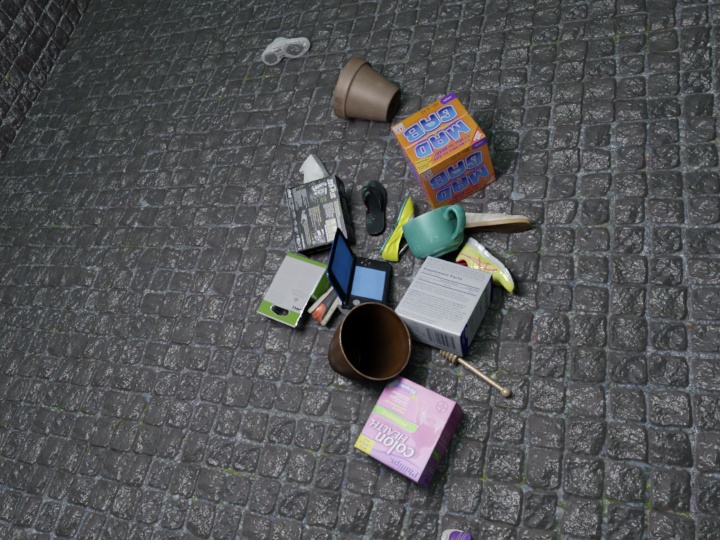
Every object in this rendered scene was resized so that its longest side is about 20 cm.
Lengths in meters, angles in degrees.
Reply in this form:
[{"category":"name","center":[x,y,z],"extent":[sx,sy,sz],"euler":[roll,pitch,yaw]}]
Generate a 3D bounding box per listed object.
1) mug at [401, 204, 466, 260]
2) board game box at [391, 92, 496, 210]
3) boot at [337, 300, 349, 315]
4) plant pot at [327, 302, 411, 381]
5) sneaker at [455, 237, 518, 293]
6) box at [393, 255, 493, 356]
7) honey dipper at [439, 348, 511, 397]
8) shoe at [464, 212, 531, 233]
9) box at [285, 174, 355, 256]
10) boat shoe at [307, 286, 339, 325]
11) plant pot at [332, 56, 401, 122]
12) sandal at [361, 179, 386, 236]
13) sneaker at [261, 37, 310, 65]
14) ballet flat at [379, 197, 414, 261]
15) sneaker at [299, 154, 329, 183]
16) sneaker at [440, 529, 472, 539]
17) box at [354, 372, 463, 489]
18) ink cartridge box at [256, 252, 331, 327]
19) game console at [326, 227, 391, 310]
[{"category":"mug","center":[0.200,-0.094,1.565],"extent":[0.152,0.185,0.115],"euler":[-22,86,-2]},{"category":"board game box","center":[0.237,-0.330,1.669],"extent":[0.199,0.200,0.200],"euler":[-29,56,5]},{"category":"boot","center":[0.040,0.108,1.587],"extent":[0.200,0.074,0.096],"euler":[32,65,22]},{"category":"plant pot","center":[-0.002,0.198,1.471],"extent":[0.186,0.200,0.188],"euler":[9,66,-22]},{"category":"sneaker","center":[0.326,0.004,1.533],"extent":[0.090,0.078,0.200],"euler":[-45,50,4]},{"category":"box","center":[0.214,0.086,1.485],"extent":[0.184,0.105,0.200],"euler":[18,59,29]},{"category":"honey dipper","center":[0.281,0.243,1.434],"extent":[0.200,0.038,0.038],"euler":[32,78,32]},{"category":"shoe","center":[0.357,-0.135,1.591],"extent":[0.199,0.070,0.054],"euler":[-1,70,24]},{"category":"box","center":[-0.119,-0.162,1.753],"extent":[0.163,0.086,0.201],"euler":[-15,79,14]},{"category":"boat shoe","center":[-0.061,0.066,1.655],"extent":[0.063,0.071,0.200],"euler":[44,67,-2]},{"category":"plant pot","center":[0.031,-0.563,1.906],"extent":[0.174,0.200,0.201],"euler":[26,74,14]},{"category":"sandal","center":[0.040,-0.199,1.768],"extent":[0.075,0.048,0.201],"euler":[-15,59,14]},{"category":"sneaker","center":[-0.285,-0.860,2.251],"extent":[0.199,0.078,0.100],"euler":[-9,56,16]},{"category":"ballet flat","center":[0.122,-0.113,1.687],"extent":[0.067,0.067,0.200],"euler":[24,76,9]},{"category":"sneaker","center":[-0.137,-0.275,1.880],"extent":[0.088,0.075,0.200],"euler":[-41,54,18]},{"category":"sneaker","center":[0.206,0.644,1.220],"extent":[0.083,0.081,0.201],"euler":[-3,61,14]},{"category":"box","center":[0.116,0.374,1.392],"extent":[0.176,0.097,0.200],"euler":[21,73,30]},{"category":"ink cartridge box","center":[-0.184,0.065,1.698],"extent":[0.147,0.076,0.200],"euler":[18,72,28]},{"category":"game console","center":[0.000,0.000,1.566],"extent":[0.170,0.119,0.200],"euler":[11,44,-1]}]
